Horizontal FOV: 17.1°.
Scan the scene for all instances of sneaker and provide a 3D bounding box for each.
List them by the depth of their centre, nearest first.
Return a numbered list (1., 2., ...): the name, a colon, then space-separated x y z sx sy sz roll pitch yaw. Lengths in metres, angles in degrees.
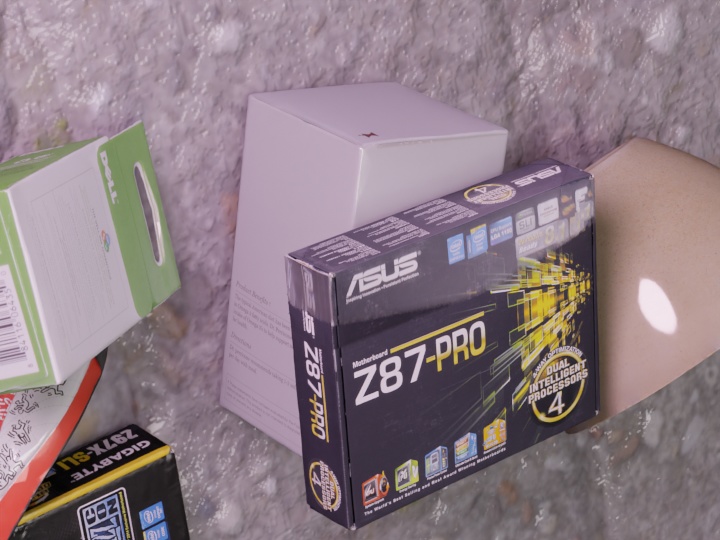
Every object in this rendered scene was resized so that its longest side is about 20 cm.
1. sneaker: -0.223 0.086 1.324 0.108 0.067 0.202 35 63 -16

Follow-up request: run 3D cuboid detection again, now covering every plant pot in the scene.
1. plant pot: 0.178 -0.005 1.555 0.200 0.200 0.135 -36 91 -22

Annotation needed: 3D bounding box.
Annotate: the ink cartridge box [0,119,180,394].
1. ink cartridge box: -0.165 -0.010 1.295 0.200 0.059 0.105 -44 122 -70

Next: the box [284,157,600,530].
1. box: 0.052 0.039 1.386 0.199 0.049 0.162 -20 117 -33

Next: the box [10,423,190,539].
1. box: -0.173 0.212 1.433 0.159 0.049 0.201 -25 122 -31

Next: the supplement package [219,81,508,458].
1. supplement package: 0.000 0.000 1.439 0.117 0.117 0.202 -7 113 -36
